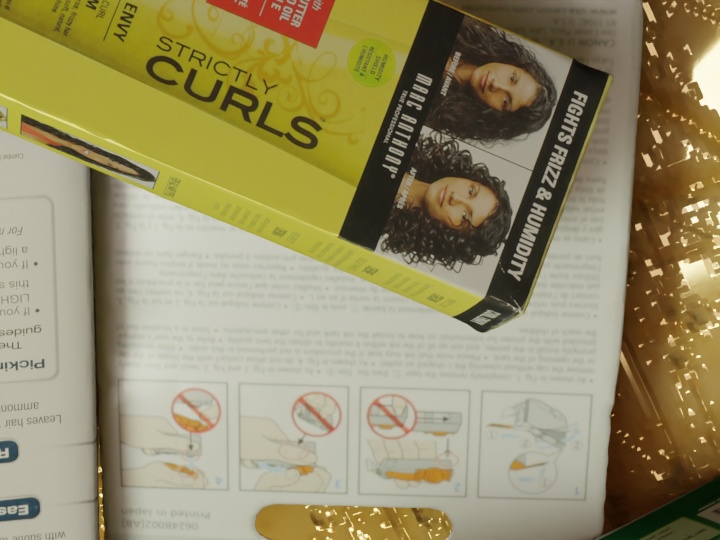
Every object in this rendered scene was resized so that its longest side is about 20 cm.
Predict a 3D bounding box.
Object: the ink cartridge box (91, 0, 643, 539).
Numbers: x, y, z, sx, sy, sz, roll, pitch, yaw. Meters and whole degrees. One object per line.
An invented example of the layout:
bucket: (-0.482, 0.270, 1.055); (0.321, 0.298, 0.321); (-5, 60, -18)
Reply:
ink cartridge box: (0.000, 0.000, 0.718); (0.159, 0.047, 0.201); (2, 115, 2)

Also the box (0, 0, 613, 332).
box: (-0.039, -0.055, 0.630); (0.199, 0.050, 0.076); (23, 80, -5)

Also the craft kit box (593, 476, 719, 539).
craft kit box: (0.069, 0.190, 0.720); (0.048, 0.199, 0.198); (14, 123, 63)

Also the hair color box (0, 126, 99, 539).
hair color box: (-0.130, 0.030, 0.708); (0.100, 0.061, 0.201); (-4, 116, -12)
